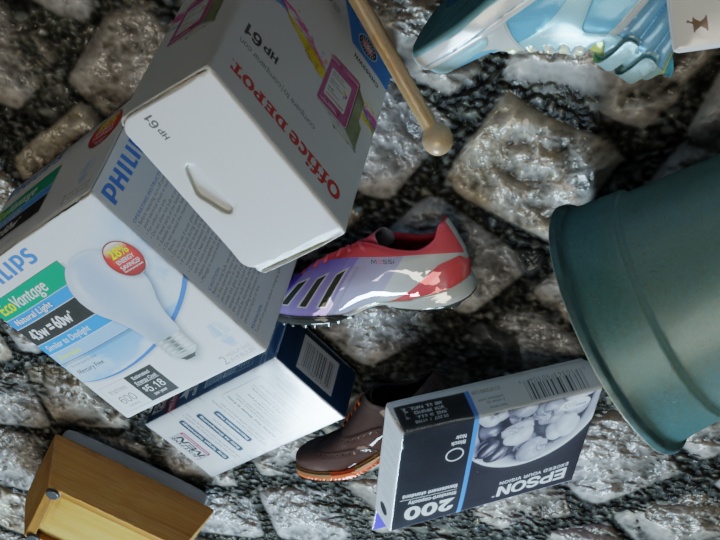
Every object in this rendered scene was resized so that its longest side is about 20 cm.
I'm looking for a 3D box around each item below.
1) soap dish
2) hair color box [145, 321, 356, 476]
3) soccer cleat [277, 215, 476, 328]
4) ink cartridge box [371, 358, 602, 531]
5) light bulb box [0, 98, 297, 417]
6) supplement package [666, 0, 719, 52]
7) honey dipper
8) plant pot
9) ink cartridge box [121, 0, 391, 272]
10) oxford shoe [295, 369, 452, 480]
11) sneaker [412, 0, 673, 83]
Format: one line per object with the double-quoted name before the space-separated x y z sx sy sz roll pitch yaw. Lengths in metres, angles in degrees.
"soap dish" -0.284 0.281 1.342 0.198 0.082 0.158 28 135 -9
"hair color box" -0.109 0.126 1.152 0.199 0.061 0.100 -28 120 36
"soccer cleat" 0.000 0.000 1.003 0.197 0.068 0.074 -8 113 24
"ink cartridge box" 0.112 0.178 1.089 0.195 0.044 0.202 -11 138 -16
"light bulb box" -0.195 -0.005 1.005 0.197 0.126 0.200 -27 122 36
"supplement package" 0.225 -0.192 0.621 0.118 0.200 0.123 -5 103 21
"honey dipper" 0.009 -0.168 0.804 0.038 0.038 0.202 -23 105 34
"plant pot" 0.268 0.001 0.836 0.194 0.202 0.200 -28 121 27
"ink cartridge box" -0.060 -0.124 0.794 0.084 0.202 0.145 -21 125 33
"oxford shoe" 0.010 0.148 1.145 0.198 0.071 0.073 -23 107 26
"sneaker" 0.139 -0.159 0.788 0.199 0.080 0.131 -27 120 37
